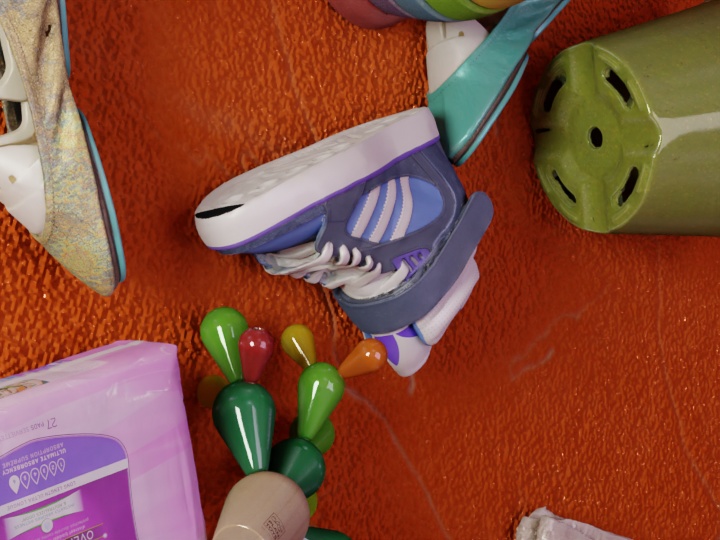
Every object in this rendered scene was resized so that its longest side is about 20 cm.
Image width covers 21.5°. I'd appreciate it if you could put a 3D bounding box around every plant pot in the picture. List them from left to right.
[{"bbox_3d":[0.219,-0.098,1.261,0.189,0.200,0.202,-9,96,-33],"label":"plant pot"}]

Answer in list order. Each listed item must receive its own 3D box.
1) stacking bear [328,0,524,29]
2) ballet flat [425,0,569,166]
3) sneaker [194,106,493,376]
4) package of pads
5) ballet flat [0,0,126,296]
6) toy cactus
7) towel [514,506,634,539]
[{"bbox_3d":[0.074,-0.202,1.074,0.121,0.199,0.115,-5,93,-47],"label":"stacking bear"},{"bbox_3d":[0.079,-0.151,1.189,0.070,0.067,0.200,40,58,-11],"label":"ballet flat"},{"bbox_3d":[0.000,0.000,1.078,0.200,0.080,0.147,-30,107,-49],"label":"sneaker"},{"bbox_3d":[-0.165,0.114,0.904,0.199,0.075,0.121,-18,101,-46],"label":"package of pads"},{"bbox_3d":[-0.166,-0.080,0.923,0.070,0.070,0.201,-21,105,-45],"label":"ballet flat"},{"bbox_3d":[-0.031,0.116,1.009,0.165,0.102,0.201,-51,124,-68],"label":"toy cactus"},{"bbox_3d":[0.134,0.265,1.252,0.132,0.034,0.201,25,72,-42],"label":"towel"}]
